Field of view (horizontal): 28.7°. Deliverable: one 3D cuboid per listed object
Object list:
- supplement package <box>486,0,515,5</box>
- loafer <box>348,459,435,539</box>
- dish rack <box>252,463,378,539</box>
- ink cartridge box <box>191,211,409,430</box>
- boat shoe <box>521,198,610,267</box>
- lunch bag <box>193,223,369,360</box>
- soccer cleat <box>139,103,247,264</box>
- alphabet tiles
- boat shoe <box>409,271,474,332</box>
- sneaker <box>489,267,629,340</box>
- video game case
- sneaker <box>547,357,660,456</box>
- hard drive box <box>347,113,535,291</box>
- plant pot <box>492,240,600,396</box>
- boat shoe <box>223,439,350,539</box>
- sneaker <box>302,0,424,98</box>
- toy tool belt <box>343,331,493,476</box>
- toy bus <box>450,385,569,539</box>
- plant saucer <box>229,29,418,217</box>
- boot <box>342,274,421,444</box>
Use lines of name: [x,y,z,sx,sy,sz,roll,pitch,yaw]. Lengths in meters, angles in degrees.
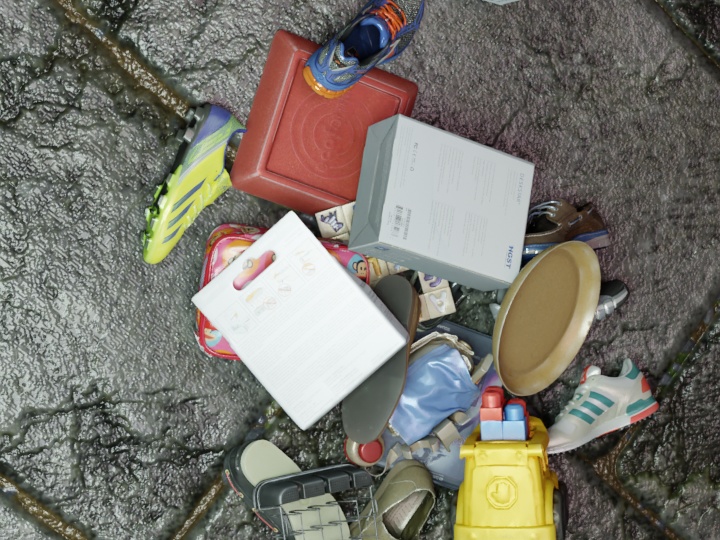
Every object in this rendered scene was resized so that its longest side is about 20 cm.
supplement package: [0.120,-0.404,1.709,0.199,0.114,0.110,11,91,-22]
loafer: [0.028,0.329,1.745,0.076,0.067,0.201,26,91,-20]
dish rack: [-0.040,0.337,1.664,0.153,0.054,0.201,-6,86,-36]
ink cartridge box: [-0.067,0.056,1.614,0.162,0.057,0.200,-40,89,9]
boat shoe: [0.242,-0.050,1.783,0.199,0.072,0.073,-9,83,-53]
lunch bag: [-0.096,0.043,1.668,0.199,0.082,0.177,7,102,-13]
soccer cleat: [-0.193,-0.095,1.638,0.083,0.065,0.201,24,85,-23]
alphabet tiles: [0.000,0.000,1.714,0.199,0.008,0.168,-17,102,0]
boat shoe: [0.126,-0.008,1.759,0.072,0.068,0.200,44,76,-14]
sneaker: [0.251,0.026,1.814,0.199,0.075,0.116,-27,91,-25]
video game case: [0.104,0.168,1.795,0.142,0.019,0.201,20,86,-21]
sneaker: [0.292,0.179,1.850,0.199,0.070,0.094,-20,83,-17]
hard drive box: [0.098,-0.076,1.662,0.199,0.077,0.157,17,75,-27]
plant pot: [0.220,0.055,1.702,0.199,0.027,0.201,-27,129,-39]
boat shoe: [-0.085,0.285,1.710,0.202,0.063,0.074,50,56,-17]
sneaker: [0.018,-0.279,1.677,0.075,0.078,0.200,45,58,-7]
toy tool belt: [0.071,0.166,1.707,0.200,0.123,0.125,-45,107,-12]
toy bus: [0.181,0.235,1.725,0.135,0.200,0.193,-4,93,13]
plant saucer: [-0.037,-0.166,1.707,0.199,0.037,0.201,19,87,-20]
boot: [0.034,0.111,1.670,0.075,0.073,0.201,37,66,-64]
